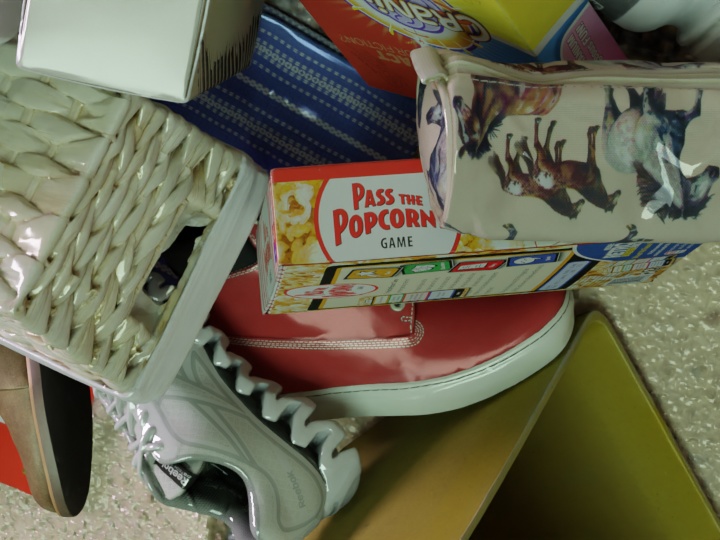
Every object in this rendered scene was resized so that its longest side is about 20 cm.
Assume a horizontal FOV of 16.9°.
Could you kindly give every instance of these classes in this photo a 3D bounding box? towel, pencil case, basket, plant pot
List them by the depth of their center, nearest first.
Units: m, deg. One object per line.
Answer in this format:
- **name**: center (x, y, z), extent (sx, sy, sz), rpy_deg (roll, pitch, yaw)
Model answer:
- **pencil case**: center (0.118, -0.056, 1.030), extent (0.199, 0.078, 0.090), rpy_deg (1, 119, -4)
- **basket**: center (-0.169, -0.041, 1.171), extent (0.199, 0.136, 0.123), rpy_deg (23, 171, 32)
- **towel**: center (-0.065, -0.044, 1.267), extent (0.144, 0.024, 0.200), rpy_deg (29, 125, -4)
- **plant pot**: center (0.063, 0.169, 1.274), extent (0.176, 0.200, 0.200), rpy_deg (-13, 118, 37)

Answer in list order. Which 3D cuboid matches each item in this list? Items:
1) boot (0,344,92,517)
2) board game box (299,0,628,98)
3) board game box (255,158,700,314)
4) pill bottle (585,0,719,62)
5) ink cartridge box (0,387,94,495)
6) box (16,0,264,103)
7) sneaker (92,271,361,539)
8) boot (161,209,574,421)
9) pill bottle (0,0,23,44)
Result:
- **boot**: center (-0.195, 0.039, 1.301), extent (0.075, 0.074, 0.201), rpy_deg (-14, 94, 9)
- **board game box**: center (0.021, -0.139, 1.080), extent (0.153, 0.040, 0.200), rpy_deg (19, 160, 41)
- **board game box**: center (0.054, -0.018, 1.137), extent (0.199, 0.152, 0.047), rpy_deg (-5, 81, -6)
- **pill bottle**: center (0.113, -0.177, 1.072), extent (0.200, 0.113, 0.113), rpy_deg (33, 125, -6)
- **ink cartridge box**: center (-0.251, 0.056, 1.372), extent (0.199, 0.050, 0.163), rpy_deg (22, 126, 6)
- **box**: center (-0.094, -0.124, 1.104), extent (0.082, 0.200, 0.069), rpy_deg (12, 100, 4)
- **sneaker**: center (-0.096, 0.068, 1.234), extent (0.200, 0.081, 0.075), rpy_deg (37, 143, 9)
- **boot**: center (0.000, 0.000, 1.233), extent (0.199, 0.073, 0.145), rpy_deg (-11, 122, 19)
- **pill bottle**: center (-0.256, -0.103, 1.094), extent (0.199, 0.120, 0.120), rpy_deg (-24, 113, 20)
